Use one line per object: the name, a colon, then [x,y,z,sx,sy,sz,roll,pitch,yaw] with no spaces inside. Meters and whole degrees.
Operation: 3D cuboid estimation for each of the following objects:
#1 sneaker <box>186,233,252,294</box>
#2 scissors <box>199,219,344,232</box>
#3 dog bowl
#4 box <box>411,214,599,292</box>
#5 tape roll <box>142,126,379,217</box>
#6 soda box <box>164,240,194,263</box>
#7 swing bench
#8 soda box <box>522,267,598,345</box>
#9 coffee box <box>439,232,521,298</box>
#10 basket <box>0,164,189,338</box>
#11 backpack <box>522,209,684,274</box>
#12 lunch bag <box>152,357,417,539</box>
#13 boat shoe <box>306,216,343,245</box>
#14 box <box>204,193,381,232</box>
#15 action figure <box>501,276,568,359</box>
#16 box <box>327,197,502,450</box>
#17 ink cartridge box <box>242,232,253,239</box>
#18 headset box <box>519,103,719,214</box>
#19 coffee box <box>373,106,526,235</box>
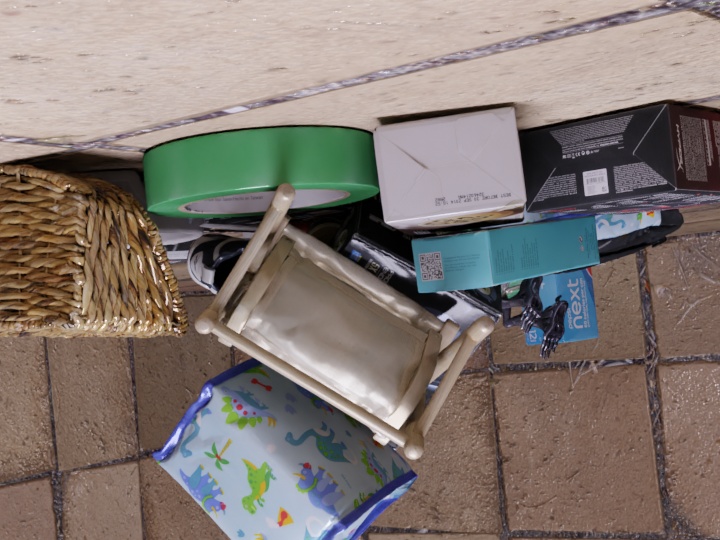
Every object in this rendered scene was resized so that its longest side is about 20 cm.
sneaker: [-0.083,0.005,1.242,0.198,0.080,0.130,12,-169,-13]
scissors: [-0.095,-0.041,1.190,0.199,0.014,0.073,-4,179,-40]
dog bowl: [-0.243,-0.055,1.145,0.199,0.059,0.200,-5,178,0]
box: [0.139,-0.017,1.079,0.082,0.049,0.200,-6,-178,39]
tape roll: [-0.084,-0.081,1.000,0.199,0.048,0.200,-5,178,0]
soda box: [-0.282,-0.034,1.458,0.071,0.064,0.200,-3,176,-36]
swing bench: [-0.017,0.045,0.968,0.199,0.130,0.200,32,174,-2]
soda box: [0.235,-0.013,1.422,0.068,0.201,0.064,-4,177,-39]
coffee box: [0.106,-0.029,1.357,0.123,0.044,0.200,-19,136,41]
basket: [-0.265,-0.014,1.017,0.199,0.143,0.149,-3,174,31]
backpack: [0.224,-0.057,1.296,0.200,0.154,0.163,-26,-175,-27]
lunch bag: [-0.053,0.161,1.023,0.128,0.170,0.200,-51,168,28]
boat shoe: [0.000,0.000,1.234,0.073,0.065,0.200,-26,137,15]
box: [-0.059,-0.073,1.231,0.199,0.050,0.159,-7,174,37]
action figure: [0.115,0.028,1.246,0.200,0.102,0.119,22,166,43]
box: [0.017,0.054,1.149,0.163,0.200,0.086,29,-152,-12]
ink cartridge box: [-0.033,-0.047,1.450,0.199,0.083,0.146,-4,178,-22]
headset box: [0.262,-0.095,1.063,0.148,0.075,0.200,-7,177,42]
coffee box: [0.081,-0.079,0.996,0.113,0.080,0.200,-7,178,7]
